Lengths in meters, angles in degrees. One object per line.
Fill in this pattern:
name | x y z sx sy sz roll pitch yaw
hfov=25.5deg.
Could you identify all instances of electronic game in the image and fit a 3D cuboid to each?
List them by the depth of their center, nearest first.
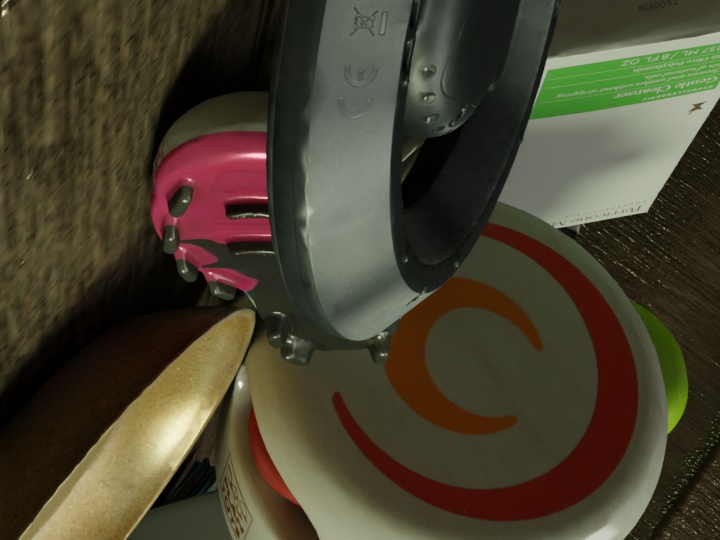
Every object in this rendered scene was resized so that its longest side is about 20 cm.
electronic game | 0.021 -0.078 0.452 0.200 0.041 0.201 16 90 -74

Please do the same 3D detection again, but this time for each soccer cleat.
soccer cleat | -0.025 -0.030 0.546 0.200 0.069 0.087 65 24 -69

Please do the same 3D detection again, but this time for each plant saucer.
plant saucer | -0.113 0.085 0.594 0.201 0.035 0.200 -53 174 -8

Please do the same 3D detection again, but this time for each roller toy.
roller toy | 0.028 0.071 0.705 0.183 0.199 0.140 -63 179 -34

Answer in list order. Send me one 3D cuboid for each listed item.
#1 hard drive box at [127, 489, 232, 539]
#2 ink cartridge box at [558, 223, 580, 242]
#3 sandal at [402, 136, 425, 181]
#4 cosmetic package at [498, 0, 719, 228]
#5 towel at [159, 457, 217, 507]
hard drive box | -0.069 0.225 0.864 0.076 0.156 0.200 -15 154 1
ink cartridge box | 0.058 0.015 0.928 0.146 0.084 0.201 125 -16 -49
sandal | 0.000 0.000 0.842 0.080 0.057 0.201 -45 169 -50
cosmetic package | 0.103 -0.094 0.758 0.107 0.085 0.200 -11 159 -8
towel | -0.163 0.211 0.969 0.200 0.022 0.147 -56 172 35
